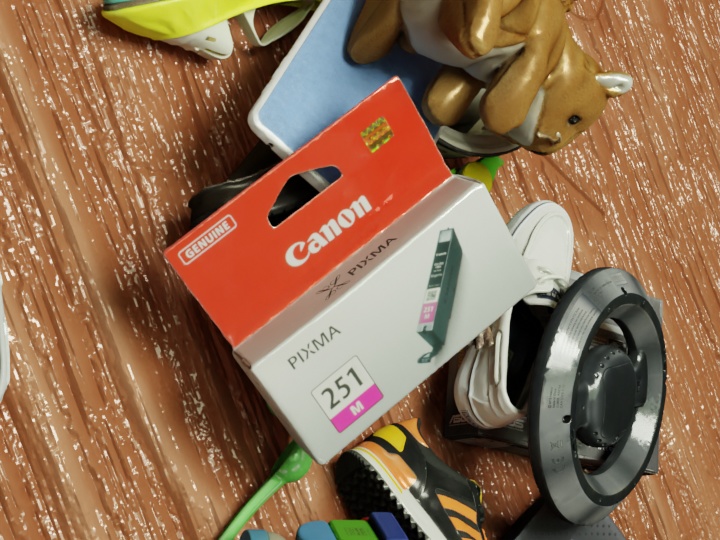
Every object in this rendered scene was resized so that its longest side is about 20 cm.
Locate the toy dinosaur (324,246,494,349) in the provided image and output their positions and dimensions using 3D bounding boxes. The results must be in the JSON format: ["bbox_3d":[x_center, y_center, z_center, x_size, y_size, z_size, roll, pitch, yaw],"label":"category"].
[{"bbox_3d":[0.021,0.006,0.828,0.200,0.086,0.136,-24,113,-14],"label":"toy dinosaur"}]

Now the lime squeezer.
[{"bbox_3d":[-0.068,0.108,0.812,0.070,0.038,0.201,4,76,-1],"label":"lime squeezer"}]

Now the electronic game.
[{"bbox_3d":[0.185,0.097,0.879,0.200,0.042,0.201,-10,103,-50],"label":"electronic game"}]

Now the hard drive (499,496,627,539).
[{"bbox_3d":[0.143,0.273,0.902,0.200,0.042,0.135,-45,104,-31],"label":"hard drive"}]

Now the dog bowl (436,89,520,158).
[{"bbox_3d":[0.067,-0.182,0.936,0.200,0.074,0.201,9,74,-32],"label":"dog bowl"}]

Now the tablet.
[{"bbox_3d":[0.007,-0.132,0.820,0.130,0.014,0.200,40,53,-19],"label":"tablet"}]

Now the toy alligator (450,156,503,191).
[{"bbox_3d":[0.047,-0.041,0.899,0.200,0.059,0.054,-24,93,-35],"label":"toy alligator"}]

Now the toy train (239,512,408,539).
[{"bbox_3d":[-0.033,0.266,0.776,0.115,0.085,0.201,5,101,-15],"label":"toy train"}]

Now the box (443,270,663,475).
[{"bbox_3d":[0.168,0.080,0.958,0.200,0.048,0.159,16,70,-30],"label":"box"}]

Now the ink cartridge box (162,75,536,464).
[{"bbox_3d":[0.000,0.000,0.747,0.200,0.044,0.174,-39,118,-11],"label":"ink cartridge box"}]

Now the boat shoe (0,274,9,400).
[{"bbox_3d":[-0.251,-0.006,0.688,0.072,0.068,0.201,0,80,-34],"label":"boat shoe"}]

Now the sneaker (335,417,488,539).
[{"bbox_3d":[0.073,0.196,0.835,0.090,0.070,0.200,-31,77,-38],"label":"sneaker"}]

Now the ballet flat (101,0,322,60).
[{"bbox_3d":[-0.096,-0.194,0.841,0.200,0.067,0.067,-29,117,-36],"label":"ballet flat"}]

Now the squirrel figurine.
[{"bbox_3d":[0.119,-0.185,0.819,0.186,0.141,0.200,29,72,-34],"label":"squirrel figurine"}]

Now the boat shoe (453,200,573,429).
[{"bbox_3d":[0.136,0.030,0.880,0.073,0.065,0.200,28,65,-24],"label":"boat shoe"}]

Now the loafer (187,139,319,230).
[{"bbox_3d":[-0.055,-0.078,0.840,0.200,0.073,0.071,-29,90,-43],"label":"loafer"}]
